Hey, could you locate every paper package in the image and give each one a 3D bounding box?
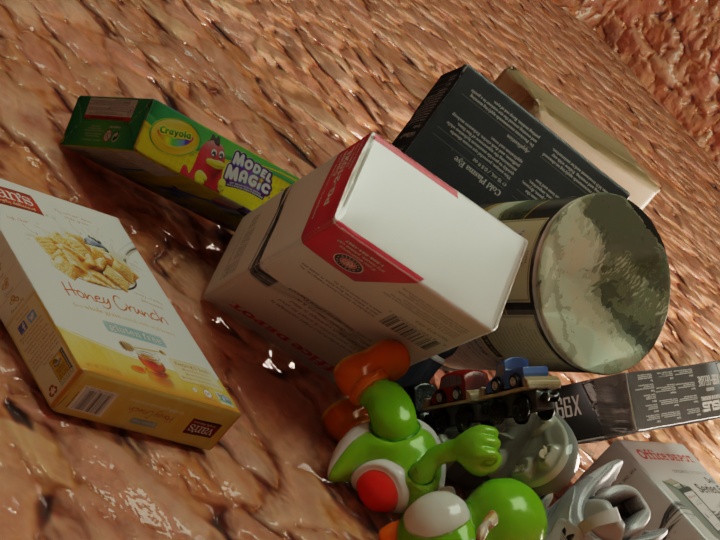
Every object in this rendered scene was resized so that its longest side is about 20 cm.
[{"bbox_3d":[0.169,-0.073,1.884,0.190,0.200,0.104,30,19,-30],"label":"paper package"}]

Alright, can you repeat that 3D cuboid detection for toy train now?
[{"bbox_3d":[0.075,0.093,1.322,0.034,0.200,0.046,2,79,-34],"label":"toy train"}]

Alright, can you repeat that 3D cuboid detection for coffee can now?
[{"bbox_3d":[0.138,0.013,1.544,0.146,0.147,0.200,30,-18,-31],"label":"coffee can"}]

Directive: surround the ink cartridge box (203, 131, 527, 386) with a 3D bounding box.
[{"bbox_3d":[0.000,0.000,1.337,0.144,0.200,0.085,34,60,-19],"label":"ink cartridge box"}]

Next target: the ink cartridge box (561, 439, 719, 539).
[{"bbox_3d":[0.279,0.240,1.543,0.200,0.084,0.145,49,19,27],"label":"ink cartridge box"}]

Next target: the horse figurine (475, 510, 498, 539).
[{"bbox_3d":[0.098,0.248,1.157,0.200,0.050,0.133,48,42,-5],"label":"horse figurine"}]

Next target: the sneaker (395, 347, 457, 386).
[{"bbox_3d":[0.033,0.023,1.510,0.070,0.109,0.200,31,19,-30],"label":"sneaker"}]

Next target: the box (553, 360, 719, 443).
[{"bbox_3d":[0.206,0.115,1.527,0.200,0.157,0.050,-1,79,-53],"label":"box"}]

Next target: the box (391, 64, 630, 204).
[{"bbox_3d":[0.110,-0.056,1.712,0.200,0.182,0.104,38,-8,-9],"label":"box"}]

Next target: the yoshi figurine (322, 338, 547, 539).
[{"bbox_3d":[0.059,0.144,1.280,0.112,0.112,0.200,29,22,-52],"label":"yoshi figurine"}]

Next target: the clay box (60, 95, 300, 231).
[{"bbox_3d":[-0.122,-0.075,1.444,0.200,0.048,0.115,26,-11,-38],"label":"clay box"}]

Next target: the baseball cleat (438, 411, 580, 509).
[{"bbox_3d":[0.121,0.144,1.359,0.106,0.070,0.200,39,-13,-22],"label":"baseball cleat"}]

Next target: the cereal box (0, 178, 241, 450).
[{"bbox_3d":[-0.175,0.023,1.182,0.144,0.040,0.200,20,26,-49],"label":"cereal box"}]

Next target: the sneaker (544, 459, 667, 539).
[{"bbox_3d":[0.176,0.198,1.359,0.075,0.115,0.200,58,22,16],"label":"sneaker"}]
